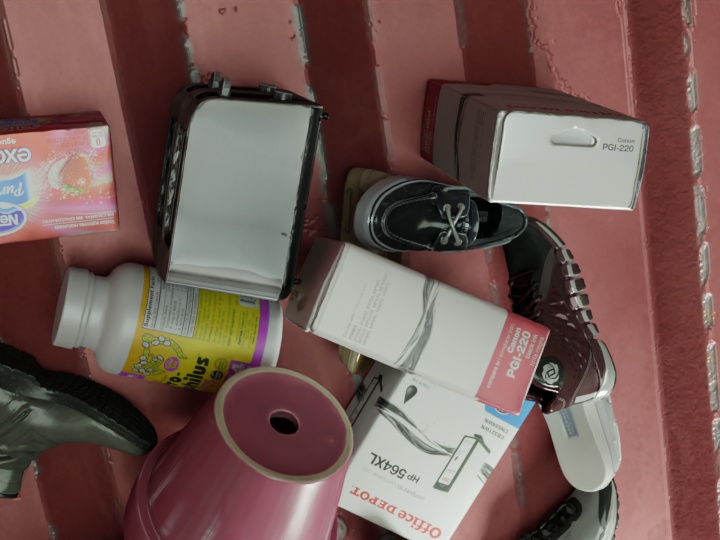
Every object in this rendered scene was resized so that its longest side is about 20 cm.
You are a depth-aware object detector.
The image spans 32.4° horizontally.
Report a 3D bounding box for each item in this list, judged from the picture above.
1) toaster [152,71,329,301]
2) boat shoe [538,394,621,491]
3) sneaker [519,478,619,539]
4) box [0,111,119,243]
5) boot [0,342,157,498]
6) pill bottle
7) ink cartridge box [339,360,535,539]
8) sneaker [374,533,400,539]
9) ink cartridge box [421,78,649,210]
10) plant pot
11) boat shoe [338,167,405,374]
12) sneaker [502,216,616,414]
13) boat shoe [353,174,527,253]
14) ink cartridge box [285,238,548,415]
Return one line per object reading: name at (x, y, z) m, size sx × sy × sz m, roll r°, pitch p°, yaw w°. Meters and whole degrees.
toaster at (-0.112, -0.070, 1.097) m, size 0.118 × 0.181 × 0.201 m, roll 7°, pitch 101°, yaw -14°
boat shoe at (0.231, 0.128, 1.301) m, size 0.072 × 0.068 × 0.201 m, roll -22°, pitch 86°, yaw 34°
sneaker at (0.213, 0.298, 1.341) m, size 0.079 × 0.074 × 0.201 m, roll 28°, pitch 96°, yaw -15°
box at (-0.317, -0.079, 1.078) m, size 0.199 × 0.103 × 0.095 m, roll -7°, pitch 107°, yaw -15°
boot at (-0.304, 0.160, 1.171) m, size 0.199 × 0.068 × 0.131 m, roll 27°, pitch 101°, yaw -13°
pill bottle at (-0.180, 0.053, 1.149) m, size 0.199 × 0.104 × 0.105 m, roll 13°, pitch 101°, yaw -18°
ink cartridge box at (0.065, 0.164, 1.256) m, size 0.146 × 0.084 × 0.201 m, roll 29°, pitch 95°, yaw -20°
sneaker at (0.064, 0.319, 1.289) m, size 0.090 × 0.066 × 0.201 m, roll -36°, pitch 137°, yaw -15°
ink cartridge box at (0.154, -0.120, 1.144) m, size 0.145 × 0.200 × 0.085 m, roll 2°, pitch 104°, yaw -16°
plant pot at (-0.097, 0.191, 1.108) m, size 0.199 × 0.201 × 0.179 m, roll 12°, pitch 131°, yaw -18°
boat shoe at (0.000, 0.000, 1.211) m, size 0.065 × 0.072 × 0.201 m, roll 14°, pitch 104°, yaw 22°
sneaker at (0.166, 0.047, 1.213) m, size 0.115 × 0.076 × 0.201 m, roll -19°, pitch 78°, yaw -32°
boat shoe at (0.081, -0.048, 1.169) m, size 0.199 × 0.068 × 0.072 m, roll 1°, pitch 101°, yaw -45°
ink cartridge box at (0.045, 0.046, 1.098) m, size 0.199 × 0.146 × 0.085 m, roll 21°, pitch 89°, yaw -12°
